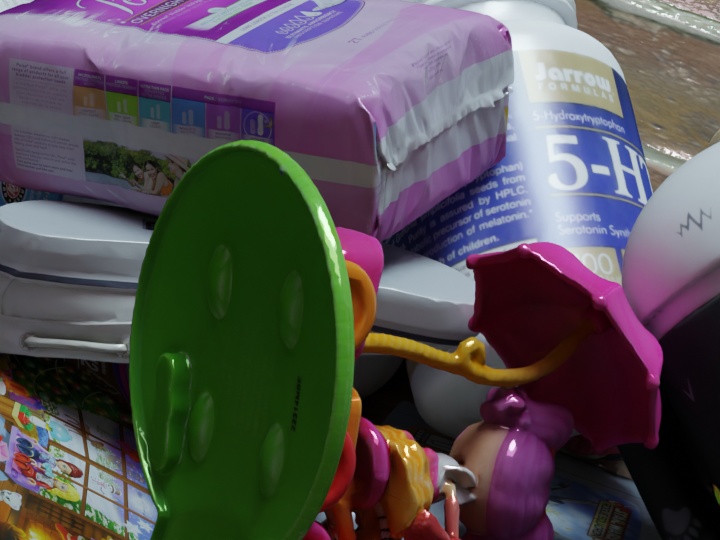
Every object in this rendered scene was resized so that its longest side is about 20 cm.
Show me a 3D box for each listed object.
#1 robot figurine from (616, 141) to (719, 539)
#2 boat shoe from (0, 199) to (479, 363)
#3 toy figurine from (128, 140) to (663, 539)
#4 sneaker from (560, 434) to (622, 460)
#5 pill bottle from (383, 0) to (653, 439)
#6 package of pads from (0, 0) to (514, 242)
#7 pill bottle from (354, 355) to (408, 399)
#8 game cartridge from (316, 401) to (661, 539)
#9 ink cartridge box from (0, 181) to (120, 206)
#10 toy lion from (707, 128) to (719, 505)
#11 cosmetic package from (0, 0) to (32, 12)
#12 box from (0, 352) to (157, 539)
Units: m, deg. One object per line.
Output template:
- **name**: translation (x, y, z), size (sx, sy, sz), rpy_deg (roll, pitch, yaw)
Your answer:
- **robot figurine**: translation (0.183, 0.041, 1.081), size (0.150, 0.125, 0.201), rpy_deg (-24, 78, -20)
- **boat shoe**: translation (-0.051, 0.019, 1.115), size (0.199, 0.066, 0.072), rpy_deg (6, 16, -7)
- **toy figurine**: translation (0.027, 0.059, 1.026), size (0.183, 0.201, 0.150), rpy_deg (3, 7, -32)
- **sneaker**: translation (0.127, 0.039, 1.316), size (0.074, 0.081, 0.200), rpy_deg (31, 16, -5)
- **pill bottle**: translation (0.064, -0.038, 1.212), size (0.119, 0.120, 0.201), rpy_deg (2, 61, -26)
- **package of pads**: translation (-0.049, -0.069, 1.137), size (0.199, 0.076, 0.120), rpy_deg (11, 23, 29)
- **pill bottle**: translation (0.000, 0.000, 1.303), size (0.111, 0.112, 0.199), rpy_deg (31, 30, 28)
- **game cartridge**: translation (0.059, 0.105, 1.163), size (0.132, 0.042, 0.200), rpy_deg (15, 10, 7)
- **ink cartridge box**: translation (-0.190, -0.050, 1.284), size (0.200, 0.117, 0.068), rpy_deg (33, 30, 29)
- **toy lion**: translation (0.201, 0.060, 1.201), size (0.068, 0.192, 0.200), rpy_deg (-9, 45, -44)
- **cosmetic package**: translation (-0.242, -0.102, 1.399), size (0.199, 0.082, 0.113), rpy_deg (0, 32, -31)
- **box**: translation (-0.122, 0.084, 1.100), size (0.136, 0.039, 0.200), rpy_deg (30, 21, -21)
